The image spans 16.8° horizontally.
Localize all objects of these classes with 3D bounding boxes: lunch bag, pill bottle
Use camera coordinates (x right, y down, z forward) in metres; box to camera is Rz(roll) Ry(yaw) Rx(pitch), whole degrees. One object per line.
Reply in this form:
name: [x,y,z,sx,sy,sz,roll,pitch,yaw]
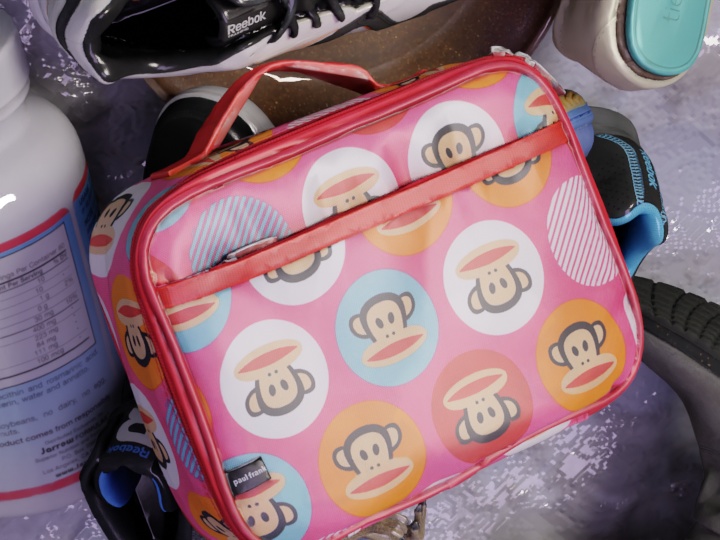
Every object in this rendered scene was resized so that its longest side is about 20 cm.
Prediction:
lunch bag: [0.000,0.000,0.948,0.200,0.082,0.177,-24,99,-23]
pill bottle: [-0.158,-0.005,1.004,0.108,0.109,0.200,-14,122,-6]

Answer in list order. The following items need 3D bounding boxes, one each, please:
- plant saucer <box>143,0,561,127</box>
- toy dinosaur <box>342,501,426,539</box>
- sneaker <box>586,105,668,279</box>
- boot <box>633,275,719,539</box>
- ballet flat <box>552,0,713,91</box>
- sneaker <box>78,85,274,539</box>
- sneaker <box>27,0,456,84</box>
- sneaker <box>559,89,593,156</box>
plant saucer: [-0.010,-0.141,1.004,0.200,0.037,0.201,-7,121,-11]
toy dinosaur: [-0.023,0.130,1.153,0.101,0.058,0.200,9,137,10]
sneaker: [0.065,0.022,1.091,0.073,0.082,0.200,20,115,-27]
boot: [0.167,0.101,1.119,0.200,0.068,0.131,35,110,11]
ballet flat: [0.126,-0.172,0.997,0.069,0.069,0.200,19,89,-23]
sneaker: [-0.069,0.034,0.987,0.073,0.112,0.200,5,111,22]
sneaker: [-0.027,-0.110,0.952,0.200,0.080,0.074,-14,120,-8]
sneaker: [0.026,-0.001,1.057,0.200,0.075,0.088,-32,87,16]
